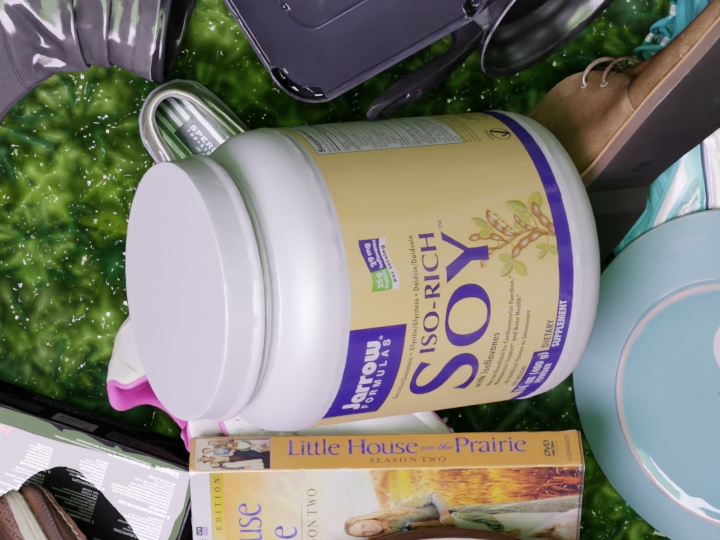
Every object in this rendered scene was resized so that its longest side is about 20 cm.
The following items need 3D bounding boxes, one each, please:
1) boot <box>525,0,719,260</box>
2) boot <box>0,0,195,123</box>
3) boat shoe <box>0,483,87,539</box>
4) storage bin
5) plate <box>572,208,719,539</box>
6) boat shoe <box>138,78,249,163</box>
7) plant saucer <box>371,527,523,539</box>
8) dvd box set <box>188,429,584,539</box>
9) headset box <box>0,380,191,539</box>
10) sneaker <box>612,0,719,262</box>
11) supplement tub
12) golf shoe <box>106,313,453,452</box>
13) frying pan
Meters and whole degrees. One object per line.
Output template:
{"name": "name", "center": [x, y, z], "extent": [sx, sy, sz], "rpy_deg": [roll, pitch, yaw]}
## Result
{"name": "boot", "center": [0.133, -0.085, 1.239], "extent": [0.200, 0.073, 0.076], "rpy_deg": [-49, 58, 34]}
{"name": "boot", "center": [-0.161, -0.113, 1.306], "extent": [0.131, 0.070, 0.201], "rpy_deg": [12, 95, 5]}
{"name": "boat shoe", "center": [-0.111, 0.189, 1.256], "extent": [0.075, 0.075, 0.203], "rpy_deg": [-31, 93, -22]}
{"name": "storage bin", "center": [-0.015, -0.198, 1.159], "extent": [0.135, 0.094, 0.201], "rpy_deg": [-26, 101, 37]}
{"name": "plate", "center": [0.197, 0.067, 1.270], "extent": [0.199, 0.026, 0.201], "rpy_deg": [10, 114, 25]}
{"name": "boat shoe", "center": [-0.045, -0.019, 1.307], "extent": [0.200, 0.062, 0.072], "rpy_deg": [44, 95, 0]}
{"name": "plant saucer", "center": [0.041, 0.198, 1.285], "extent": [0.199, 0.032, 0.201], "rpy_deg": [-1, 130, -1]}
{"name": "dvd box set", "center": [0.013, 0.146, 1.283], "extent": [0.199, 0.029, 0.147], "rpy_deg": [0, 128, -2]}
{"name": "headset box", "center": [-0.178, 0.172, 1.322], "extent": [0.148, 0.077, 0.201], "rpy_deg": [17, 95, 3]}
{"name": "sneaker", "center": [0.165, -0.095, 1.285], "extent": [0.079, 0.077, 0.201], "rpy_deg": [2, 92, 16]}
{"name": "supplement tub", "center": [0.000, 0.000, 1.210], "extent": [0.199, 0.145, 0.146], "rpy_deg": [-7, 93, -27]}
{"name": "golf shoe", "center": [-0.042, 0.078, 1.295], "extent": [0.199, 0.075, 0.092], "rpy_deg": [28, 55, 7]}
{"name": "frying pan", "center": [0.072, -0.122, 1.261], "extent": [0.190, 0.115, 0.031], "rpy_deg": [-37, 73, -10]}
